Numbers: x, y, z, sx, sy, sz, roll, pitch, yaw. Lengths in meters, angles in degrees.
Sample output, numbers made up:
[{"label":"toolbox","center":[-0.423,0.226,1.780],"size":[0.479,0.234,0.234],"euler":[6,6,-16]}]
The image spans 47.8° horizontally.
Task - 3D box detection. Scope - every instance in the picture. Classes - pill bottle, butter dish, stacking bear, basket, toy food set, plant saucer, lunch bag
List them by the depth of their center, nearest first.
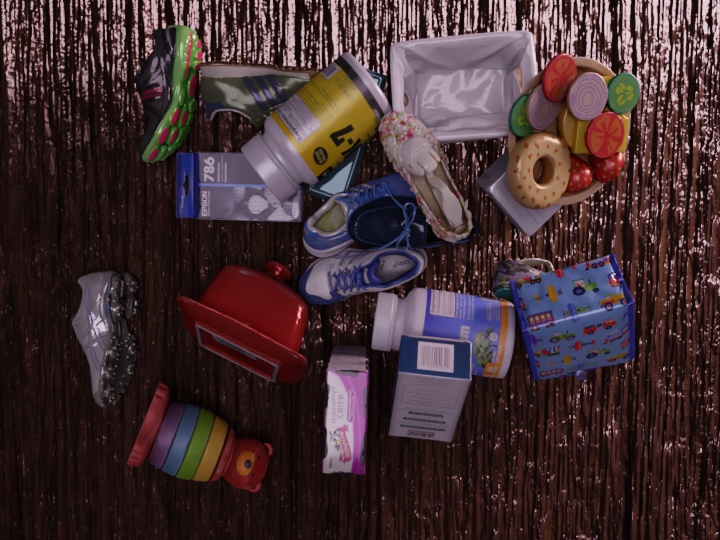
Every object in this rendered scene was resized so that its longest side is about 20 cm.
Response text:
[{"label":"toy food set","center":[0.279,-0.183,1.076],"size":[0.196,0.049,0.202],"euler":[-5,109,-19]},{"label":"pill bottle","center":[-0.061,-0.194,1.124],"size":[0.199,0.114,0.115],"euler":[-39,92,2]},{"label":"basket","center":[0.140,-0.249,1.141],"size":[0.195,0.123,0.139],"euler":[-4,94,1]},{"label":"lunch bag","center":[0.305,0.093,1.146],"size":[0.148,0.095,0.202],"euler":[-15,135,9]},{"label":"butter dish","center":[-0.146,0.056,1.165],"size":[0.197,0.200,0.150],"euler":[26,71,0]},{"label":"pill bottle","center":[0.117,0.087,1.173],"size":[0.196,0.112,0.115],"euler":[7,95,1]},{"label":"stacking bear","center":[-0.229,0.262,1.202],"size":[0.197,0.114,0.123],"euler":[23,71,-10]},{"label":"plant saucer","center":[-0.022,-0.202,1.204],"size":[0.069,0.019,0.204],"euler":[18,96,1]}]

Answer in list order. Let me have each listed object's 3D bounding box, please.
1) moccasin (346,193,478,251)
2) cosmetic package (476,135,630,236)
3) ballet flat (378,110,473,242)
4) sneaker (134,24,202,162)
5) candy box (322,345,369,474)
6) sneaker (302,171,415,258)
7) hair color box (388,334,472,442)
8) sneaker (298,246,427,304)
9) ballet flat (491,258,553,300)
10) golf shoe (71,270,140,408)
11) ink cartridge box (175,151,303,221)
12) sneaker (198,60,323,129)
[{"label":"moccasin","center":[0.079,-0.069,1.145],"size":[0.196,0.068,0.082],"euler":[-8,112,-24]},{"label":"cosmetic package","center":[0.273,-0.157,1.160],"size":[0.102,0.074,0.200],"euler":[43,97,-16]},{"label":"ballet flat","center":[0.095,-0.123,1.075],"size":[0.075,0.064,0.201],"euler":[-37,110,-4]},{"label":"sneaker","center":[-0.289,-0.257,1.190],"size":[0.082,0.077,0.204],"euler":[15,92,18]},{"label":"candy box","center":[-0.019,0.188,1.141],"size":[0.060,0.200,0.140],"euler":[2,93,1]},{"label":"sneaker","center":[0.004,-0.086,1.171],"size":[0.198,0.077,0.076],"euler":[-33,73,-4]},{"label":"hair color box","center":[0.094,0.169,1.142],"size":[0.098,0.202,0.061],"euler":[6,55,2]},{"label":"sneaker","center":[0.000,0.000,1.183],"size":[0.196,0.088,0.077],"euler":[-18,95,5]},{"label":"ballet flat","center":[0.288,0.022,1.185],"size":[0.196,0.072,0.074],"euler":[14,95,-8]},{"label":"golf shoe","center":[-0.390,0.101,1.223],"size":[0.095,0.078,0.205],"euler":[5,89,19]},{"label":"ink cartridge box","center":[-0.182,-0.124,1.205],"size":[0.195,0.039,0.102],"euler":[1,95,3]},{"label":"sneaker","center":[-0.137,-0.253,1.186],"size":[0.196,0.067,0.092],"euler":[3,108,-2]}]
